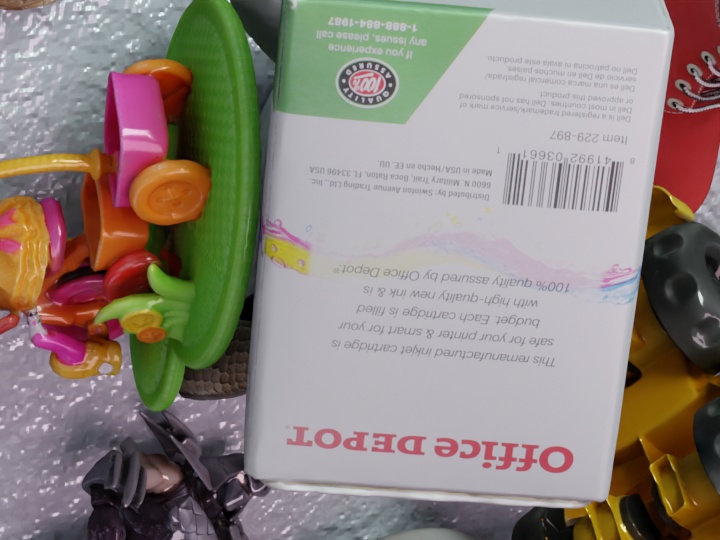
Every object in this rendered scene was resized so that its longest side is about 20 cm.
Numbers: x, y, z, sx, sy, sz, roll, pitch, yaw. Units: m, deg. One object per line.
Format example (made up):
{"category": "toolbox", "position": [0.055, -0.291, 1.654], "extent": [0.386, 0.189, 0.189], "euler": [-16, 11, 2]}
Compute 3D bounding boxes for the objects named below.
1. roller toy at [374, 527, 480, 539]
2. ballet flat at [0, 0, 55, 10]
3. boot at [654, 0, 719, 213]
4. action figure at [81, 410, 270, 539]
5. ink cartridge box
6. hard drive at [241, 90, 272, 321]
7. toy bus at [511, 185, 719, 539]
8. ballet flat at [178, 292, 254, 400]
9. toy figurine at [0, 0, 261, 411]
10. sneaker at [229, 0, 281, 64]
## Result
{"category": "roller toy", "position": [0.032, 0.222, 1.360], "extent": [0.182, 0.140, 0.201], "euler": [16, 105, -49]}
{"category": "ballet flat", "position": [-0.078, -0.165, 1.126], "extent": [0.199, 0.071, 0.065], "euler": [-28, 155, -13]}
{"category": "boot", "position": [0.159, -0.086, 1.258], "extent": [0.072, 0.144, 0.201], "euler": [-20, 127, -23]}
{"category": "action figure", "position": [-0.115, 0.144, 1.271], "extent": [0.200, 0.069, 0.130], "euler": [-36, 125, -13]}
{"category": "ink cartridge box", "position": [0.033, -0.017, 1.094], "extent": [0.144, 0.088, 0.201], "euler": [4, 112, -3]}
{"category": "hard drive", "position": [0.007, -0.043, 1.264], "extent": [0.131, 0.027, 0.201], "euler": [17, 106, -38]}
{"category": "toy bus", "position": [0.160, 0.089, 1.322], "extent": [0.135, 0.201, 0.192], "euler": [-32, 143, 26]}
{"category": "ballet flat", "position": [0.000, 0.000, 1.190], "extent": [0.199, 0.067, 0.046], "euler": [-24, 112, 24]}
{"category": "toy figurine", "position": [-0.153, -0.022, 1.135], "extent": [0.183, 0.151, 0.200], "euler": [1, 141, -18]}
{"category": "sneaker", "position": [0.022, -0.097, 1.187], "extent": [0.089, 0.075, 0.200], "euler": [-53, 139, -3]}
